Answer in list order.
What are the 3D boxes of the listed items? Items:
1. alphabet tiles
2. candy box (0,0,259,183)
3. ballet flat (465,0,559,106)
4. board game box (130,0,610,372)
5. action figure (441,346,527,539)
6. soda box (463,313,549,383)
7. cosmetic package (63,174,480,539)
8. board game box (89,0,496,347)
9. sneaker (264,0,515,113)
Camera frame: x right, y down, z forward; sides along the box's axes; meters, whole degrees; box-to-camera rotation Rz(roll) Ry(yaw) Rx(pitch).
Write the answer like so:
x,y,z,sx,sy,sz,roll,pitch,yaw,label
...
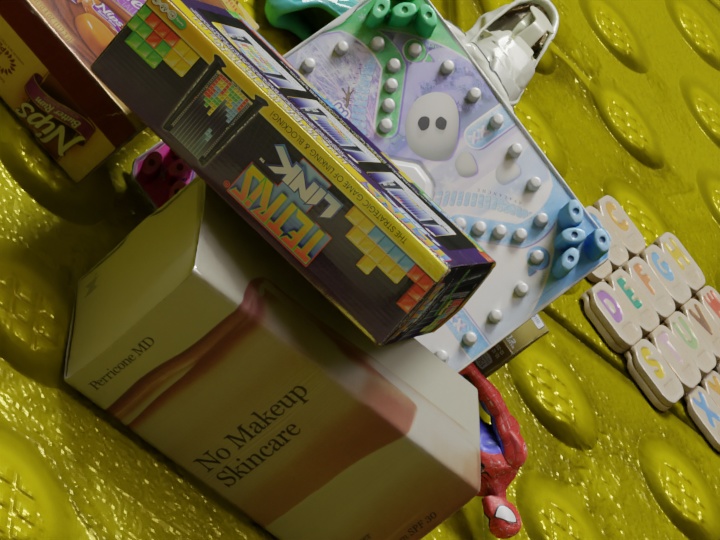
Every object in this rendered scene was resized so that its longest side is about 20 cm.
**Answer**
x,y,z,sx,sy,sz,roll,pitch,yaw,label
0.218,0.034,1.852,0.196,0.015,0.200,54,27,4,alphabet tiles
-0.141,-0.137,1.449,0.117,0.056,0.200,49,26,-5,candy box
0.099,-0.151,1.832,0.069,0.069,0.200,48,27,-8,ballet flat
0.009,-0.035,1.434,0.200,0.200,0.026,53,-14,3,board game box
0.040,0.061,1.469,0.201,0.065,0.052,61,23,-1,action figure
0.020,-0.022,1.519,0.200,0.068,0.064,55,28,5,soda box
-0.042,0.058,1.315,0.200,0.103,0.087,38,29,-24,cosmetic package
-0.029,-0.050,1.316,0.200,0.057,0.165,44,10,8,board game box
0.015,-0.132,1.694,0.200,0.077,0.080,38,49,-16,sneaker
